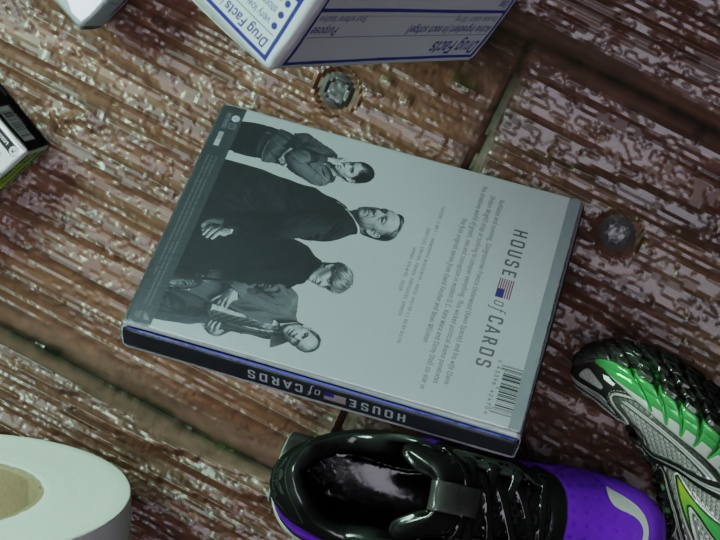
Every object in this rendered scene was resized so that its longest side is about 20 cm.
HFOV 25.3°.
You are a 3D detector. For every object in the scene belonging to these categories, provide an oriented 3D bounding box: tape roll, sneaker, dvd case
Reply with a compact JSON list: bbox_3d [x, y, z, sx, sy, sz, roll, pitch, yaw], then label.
[{"bbox_3d":[-0.217,0.129,0.822,0.200,0.203,0.038,4,102,9],"label":"tape roll"},{"bbox_3d":[0.174,0.118,0.811,0.085,0.078,0.200,-41,92,15],"label":"sneaker"},{"bbox_3d":[0.000,0.000,0.797,0.198,0.151,0.025,16,144,7],"label":"dvd case"},{"bbox_3d":[0.050,0.117,0.763,0.197,0.100,0.070,7,73,3],"label":"sneaker"}]

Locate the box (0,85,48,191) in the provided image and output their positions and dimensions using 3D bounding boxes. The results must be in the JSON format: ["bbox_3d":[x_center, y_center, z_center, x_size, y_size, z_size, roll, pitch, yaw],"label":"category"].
[{"bbox_3d":[-0.276,-0.109,0.873,0.110,0.035,0.201,-39,92,14],"label":"box"}]

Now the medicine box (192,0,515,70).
[{"bbox_3d":[0.027,-0.196,0.700,0.103,0.181,0.201,46,118,18],"label":"medicine box"}]

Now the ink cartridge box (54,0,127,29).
[{"bbox_3d":[-0.137,-0.264,0.818,0.200,0.043,0.197,-42,91,11],"label":"ink cartridge box"}]

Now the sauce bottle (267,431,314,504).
[{"bbox_3d":[0.050,0.136,0.846,0.198,0.066,0.067,20,103,8],"label":"sauce bottle"}]
